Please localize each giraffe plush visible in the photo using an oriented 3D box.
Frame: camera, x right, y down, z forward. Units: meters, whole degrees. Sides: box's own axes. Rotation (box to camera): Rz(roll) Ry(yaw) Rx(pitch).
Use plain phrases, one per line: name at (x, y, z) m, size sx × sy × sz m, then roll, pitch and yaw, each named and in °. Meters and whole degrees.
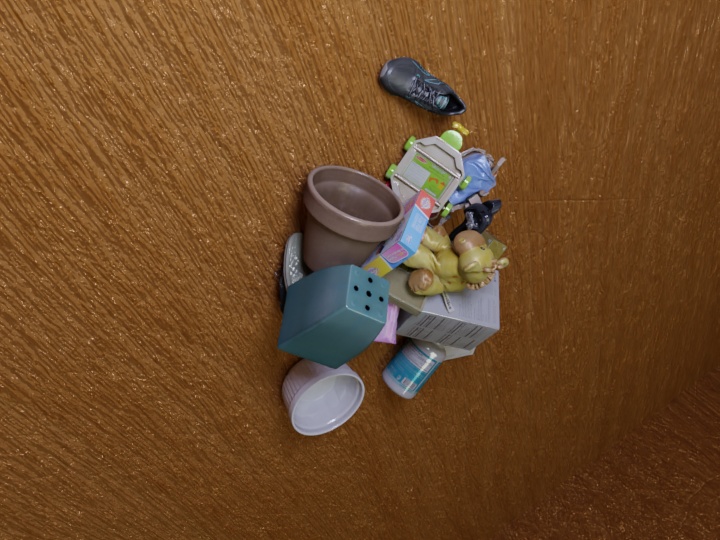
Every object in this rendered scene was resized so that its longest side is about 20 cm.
giraffe plush at (0.200, -0.016, 1.182) m, size 0.200 × 0.162 × 0.173 m, roll 55°, pitch 51°, yaw -12°

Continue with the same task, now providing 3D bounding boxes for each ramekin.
ramekin at (-0.099, 0.298, 1.431) m, size 0.199 × 0.105 × 0.201 m, roll -18°, pitch 131°, yaw -22°

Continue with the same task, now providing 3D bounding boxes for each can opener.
can opener at (0.238, -0.088, 1.252) m, size 0.078 × 0.064 × 0.200 m, roll -6°, pitch 159°, yaw -18°

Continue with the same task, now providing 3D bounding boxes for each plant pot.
plant pot at (-0.040, 0.079, 1.098) m, size 0.141 × 0.142 × 0.200 m, roll 25°, pitch 145°, yaw -27°
plant pot at (-0.036, -0.082, 1.133) m, size 0.199 × 0.201 × 0.175 m, roll -1°, pitch 133°, yaw -34°

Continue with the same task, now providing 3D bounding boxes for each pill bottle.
pill bottle at (0.155, 0.239, 1.558) m, size 0.111 × 0.111 × 0.200 m, roll 27°, pitch 105°, yaw -44°

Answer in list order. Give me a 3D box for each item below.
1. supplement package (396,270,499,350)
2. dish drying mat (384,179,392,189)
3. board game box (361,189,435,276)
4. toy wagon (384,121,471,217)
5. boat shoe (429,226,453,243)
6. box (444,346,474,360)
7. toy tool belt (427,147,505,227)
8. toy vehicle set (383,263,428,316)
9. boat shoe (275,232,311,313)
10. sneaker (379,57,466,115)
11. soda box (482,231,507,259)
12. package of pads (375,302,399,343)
supplement package at (0.200, 0.075, 1.352) m, size 0.199 × 0.153 × 0.151 m, roll 13°, pitch 150°, yaw -12°
dish drying mat at (0.032, -0.133, 1.254) m, size 0.200 × 0.018 × 0.077 m, roll -36°, pitch 135°, yaw -6°
board game box at (0.059, -0.058, 1.180) m, size 0.040 × 0.153 × 0.200 m, roll 36°, pitch 141°, yaw -15°
toy wagon at (0.154, -0.214, 1.202) m, size 0.155 × 0.040 × 0.200 m, roll 35°, pitch 100°, yaw -1°
boat shoe at (0.204, -0.041, 1.390) m, size 0.199 × 0.093 × 0.075 m, roll 19°, pitch 111°, yaw -42°
box at (0.290, 0.165, 1.651) m, size 0.144 × 0.036 × 0.201 m, roll -6°, pitch 126°, yaw -32°
toy tool belt at (0.219, -0.180, 1.264) m, size 0.200 × 0.123 × 0.125 m, roll -39°, pitch 101°, yaw -5°
toy vehicle set at (0.108, -0.012, 1.260) m, size 0.201 × 0.124 × 0.027 m, roll -63°, pitch -176°, yaw -32°
boat shoe at (-0.142, 0.017, 1.218) m, size 0.074 × 0.062 × 0.201 m, roll -17°, pitch 117°, yaw -41°
sneaker at (0.126, -0.350, 1.112) m, size 0.199 × 0.079 × 0.076 m, roll 9°, pitch 117°, yaw -37°
soda box at (0.284, -0.006, 1.494) m, size 0.068 × 0.064 × 0.201 m, roll 20°, pitch 109°, yaw -42°
package of pads at (-0.010, 0.090, 1.278) m, size 0.199 × 0.076 × 0.121 m, roll 7°, pitch 98°, yaw -6°
